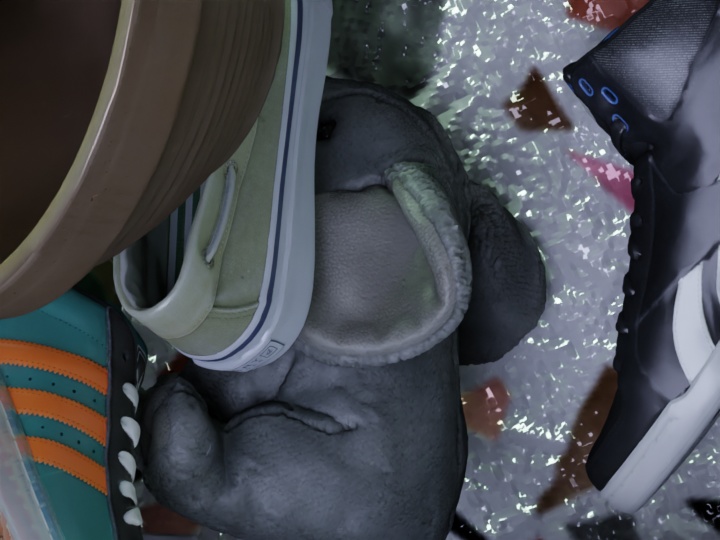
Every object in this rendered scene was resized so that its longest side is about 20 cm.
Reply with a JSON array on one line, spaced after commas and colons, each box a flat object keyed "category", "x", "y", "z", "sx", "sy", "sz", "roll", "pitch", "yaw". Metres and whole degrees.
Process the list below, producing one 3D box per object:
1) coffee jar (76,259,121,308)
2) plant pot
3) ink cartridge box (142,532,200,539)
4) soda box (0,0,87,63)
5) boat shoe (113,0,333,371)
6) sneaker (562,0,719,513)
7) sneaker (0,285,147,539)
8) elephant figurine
[{"category": "coffee jar", "x": -0.150, "y": 0.051, "z": 1.019, "sx": 0.104, "sy": 0.200, "sz": 0.085, "roll": -4, "pitch": 150, "yaw": 22}, {"category": "plant pot", "x": -0.088, "y": -0.081, "z": 0.855, "sx": 0.201, "sy": 0.093, "sz": 0.201, "roll": -12, "pitch": 74, "yaw": 51}, {"category": "ink cartridge box", "x": -0.146, "y": 0.177, "z": 1.090, "sx": 0.200, "sy": 0.084, "sz": 0.145, "roll": 1, "pitch": 135, "yaw": 20}, {"category": "soda box", "x": -0.145, "y": -0.166, "z": 0.964, "sx": 0.063, "sy": 0.068, "sz": 0.200, "roll": -18, "pitch": 87, "yaw": -8}, {"category": "boat shoe", "x": -0.052, "y": -0.066, "z": 0.938, "sx": 0.072, "sy": 0.062, "sz": 0.200, "roll": -17, "pitch": 65, "yaw": 27}, {"category": "sneaker", "x": 0.107, "y": -0.021, "z": 0.964, "sx": 0.112, "sy": 0.073, "sz": 0.200, "roll": 33, "pitch": 108, "yaw": 10}, {"category": "sneaker", "x": -0.101, "y": 0.056, "z": 0.933, "sx": 0.200, "sy": 0.080, "sz": 0.071, "roll": 66, "pitch": 157, "yaw": 18}, {"category": "elephant figurine", "x": 0.000, "y": 0.000, "z": 0.983, "sx": 0.155, "sy": 0.142, "sz": 0.200, "roll": 23, "pitch": 101, "yaw": -20}]
